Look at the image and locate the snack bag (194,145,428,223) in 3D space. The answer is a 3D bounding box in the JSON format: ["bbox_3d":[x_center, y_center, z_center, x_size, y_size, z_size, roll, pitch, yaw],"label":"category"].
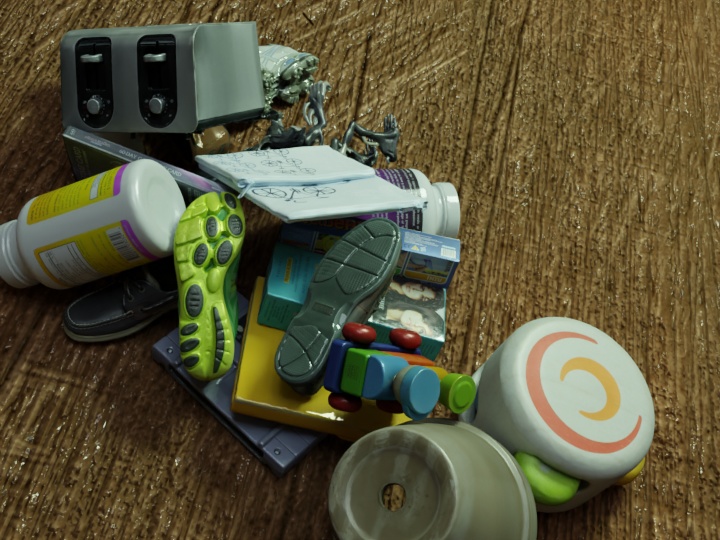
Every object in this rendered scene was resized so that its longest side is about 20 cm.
[{"bbox_3d":[-0.055,-0.097,1.148,0.187,0.022,0.200,-7,26,-34],"label":"snack bag"}]

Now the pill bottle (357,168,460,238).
[{"bbox_3d":[0.014,-0.066,1.272,0.198,0.113,0.113,-2,52,-16],"label":"pill bottle"}]

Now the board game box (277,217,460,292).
[{"bbox_3d":[0.000,0.000,1.200,0.198,0.136,0.035,12,49,-6],"label":"board game box"}]

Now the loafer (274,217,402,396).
[{"bbox_3d":[-0.020,0.037,1.086,0.071,0.063,0.201,25,70,25],"label":"loafer"}]

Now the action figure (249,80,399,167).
[{"bbox_3d":[-0.056,-0.166,1.325,0.199,0.119,0.103,1,62,-35],"label":"action figure"}]

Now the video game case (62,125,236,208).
[{"bbox_3d":[-0.235,-0.087,1.203,0.199,0.143,0.019,22,66,3],"label":"video game case"}]

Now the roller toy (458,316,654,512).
[{"bbox_3d":[0.205,0.155,1.128,0.199,0.140,0.183,-12,64,-31],"label":"roller toy"}]

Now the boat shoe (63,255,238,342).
[{"bbox_3d":[-0.231,0.016,1.156,0.198,0.065,0.072,-18,54,-15],"label":"boat shoe"}]

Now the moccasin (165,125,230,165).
[{"bbox_3d":[-0.250,-0.210,1.349,0.077,0.074,0.202,-23,70,-39],"label":"moccasin"}]

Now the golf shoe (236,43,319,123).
[{"bbox_3d":[-0.148,-0.255,1.404,0.097,0.079,0.200,33,34,21],"label":"golf shoe"}]

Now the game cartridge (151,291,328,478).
[{"bbox_3d":[-0.112,0.114,1.145,0.200,0.039,0.129,40,57,17],"label":"game cartridge"}]

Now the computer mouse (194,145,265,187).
[{"bbox_3d":[-0.161,-0.119,1.316,0.058,0.034,0.200,37,49,18],"label":"computer mouse"}]

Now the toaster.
[{"bbox_3d":[-0.214,-0.219,1.205,0.179,0.120,0.200,4,15,23],"label":"toaster"}]

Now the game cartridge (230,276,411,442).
[{"bbox_3d":[-0.031,0.100,1.141,0.198,0.033,0.177,16,44,-10],"label":"game cartridge"}]

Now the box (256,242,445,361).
[{"bbox_3d":[-0.007,0.038,1.152,0.198,0.049,0.083,15,44,-9],"label":"box"}]

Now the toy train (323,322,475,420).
[{"bbox_3d":[0.069,0.110,1.053,0.115,0.085,0.199,14,3,44],"label":"toy train"}]

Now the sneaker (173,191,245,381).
[{"bbox_3d":[-0.161,0.016,1.107,0.073,0.084,0.202,5,78,-8],"label":"sneaker"}]

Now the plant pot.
[{"bbox_3d":[0.049,0.219,0.961,0.198,0.174,0.202,-7,68,16],"label":"plant pot"}]

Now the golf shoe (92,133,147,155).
[{"bbox_3d":[-0.322,-0.195,1.299,0.077,0.088,0.201,-21,59,-20],"label":"golf shoe"}]

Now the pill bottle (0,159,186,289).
[{"bbox_3d":[-0.291,-0.042,1.126,0.198,0.104,0.105,-16,47,20],"label":"pill bottle"}]
